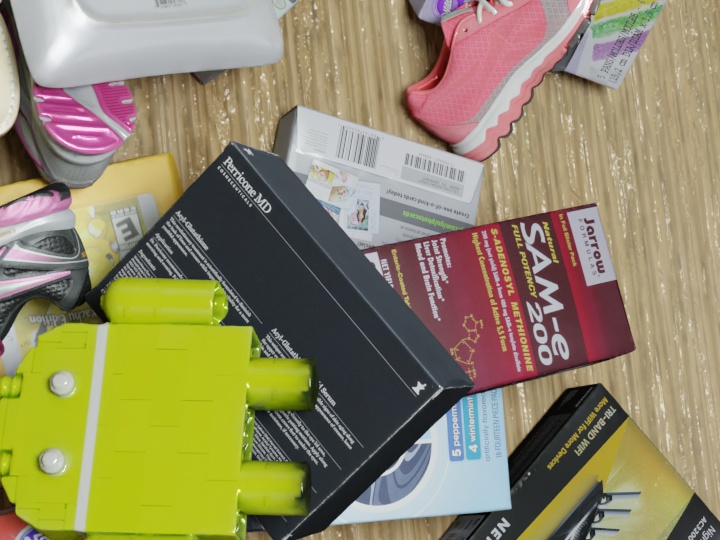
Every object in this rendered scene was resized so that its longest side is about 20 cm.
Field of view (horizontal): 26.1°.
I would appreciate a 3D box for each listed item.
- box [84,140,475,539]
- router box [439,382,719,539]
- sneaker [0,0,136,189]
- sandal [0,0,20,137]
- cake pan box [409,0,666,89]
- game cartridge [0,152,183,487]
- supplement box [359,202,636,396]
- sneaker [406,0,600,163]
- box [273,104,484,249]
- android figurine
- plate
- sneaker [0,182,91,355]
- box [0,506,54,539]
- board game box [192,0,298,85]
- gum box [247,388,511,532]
[{"bbox_3d":[-0.050,0.043,0.952,0.141,0.079,0.200,-45,74,15],"label":"box"},{"bbox_3d":[0.156,0.209,1.142,0.157,0.052,0.200,48,67,-10],"label":"router box"},{"bbox_3d":[-0.205,-0.138,1.029,0.081,0.088,0.201,3,55,-24],"label":"sneaker"},{"bbox_3d":[-0.256,-0.185,0.934,0.077,0.070,0.213,-16,88,-25],"label":"sandal"},{"bbox_3d":[0.153,-0.249,1.162,0.183,0.052,0.201,18,118,-19],"label":"cake pan box"},{"bbox_3d":[-0.183,0.034,1.037,0.175,0.032,0.202,-14,85,-25],"label":"game cartridge"},{"bbox_3d":[0.077,0.028,1.041,0.199,0.061,0.110,-12,84,-25],"label":"supplement box"},{"bbox_3d":[0.105,-0.175,1.129,0.086,0.074,0.201,30,109,-12],"label":"sneaker"},{"bbox_3d":[0.000,0.000,1.117,0.155,0.041,0.202,15,75,-20],"label":"box"},{"bbox_3d":[-0.125,0.091,0.885,0.198,0.041,0.183,3,69,6],"label":"android figurine"},{"bbox_3d":[-0.144,-0.225,1.002,0.199,0.032,0.202,-12,85,-40],"label":"plate"},{"bbox_3d":[-0.258,0.023,0.957,0.199,0.080,0.087,-23,98,2],"label":"sneaker"},{"bbox_3d":[-0.173,0.183,0.942,0.198,0.103,0.095,-14,86,0],"label":"box"},{"bbox_3d":[-0.088,-0.255,1.110,0.148,0.064,0.200,47,68,-10],"label":"board game box"},{"bbox_3d":[0.001,0.085,1.057,0.198,0.045,0.171,-1,82,-22],"label":"gum box"}]
